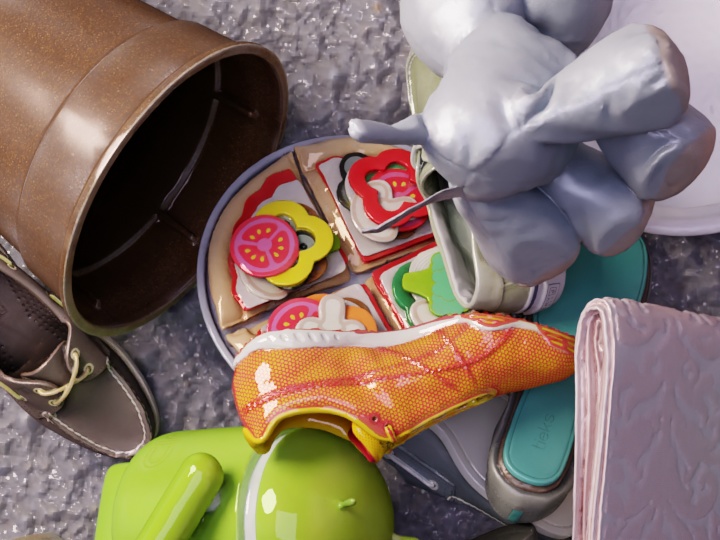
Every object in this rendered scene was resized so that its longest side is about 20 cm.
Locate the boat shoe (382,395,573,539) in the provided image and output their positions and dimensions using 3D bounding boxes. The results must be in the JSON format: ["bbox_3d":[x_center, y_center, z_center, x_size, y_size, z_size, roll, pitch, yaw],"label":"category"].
[{"bbox_3d":[0.050,0.104,0.996,0.199,0.073,0.062,37,135,5],"label":"boat shoe"}]

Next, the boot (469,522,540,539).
[{"bbox_3d":[0.053,0.258,0.964,0.203,0.073,0.155,-31,92,21],"label":"boot"}]

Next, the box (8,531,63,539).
[{"bbox_3d":[-0.151,0.257,0.999,0.199,0.078,0.095,31,91,12],"label":"box"}]

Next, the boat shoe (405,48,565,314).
[{"bbox_3d":[0.064,-0.065,0.968,0.062,0.072,0.201,-3,58,-31],"label":"boat shoe"}]

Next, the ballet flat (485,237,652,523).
[{"bbox_3d":[0.121,0.061,0.969,0.067,0.064,0.201,22,60,8],"label":"ballet flat"}]

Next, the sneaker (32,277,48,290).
[{"bbox_3d":[-0.295,0.060,1.056,0.198,0.071,0.100,-9,96,4],"label":"sneaker"}]

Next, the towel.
[{"bbox_3d":[0.180,0.119,0.902,0.032,0.199,0.193,3,86,42],"label":"towel"}]

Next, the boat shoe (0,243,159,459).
[{"bbox_3d":[-0.200,0.050,1.000,0.072,0.060,0.200,-41,108,-1],"label":"boat shoe"}]

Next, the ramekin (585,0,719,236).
[{"bbox_3d":[0.191,-0.116,0.960,0.198,0.098,0.203,-1,84,10],"label":"ramekin"}]

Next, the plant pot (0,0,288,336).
[{"bbox_3d":[-0.182,-0.096,0.989,0.197,0.200,0.201,33,91,19],"label":"plant pot"}]

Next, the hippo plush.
[{"bbox_3d":[0.080,-0.097,0.880,0.198,0.160,0.162,-12,51,-5],"label":"hippo plush"}]

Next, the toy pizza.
[{"bbox_3d":[0.000,0.000,0.976,0.198,0.032,0.202,3,63,-6],"label":"toy pizza"}]

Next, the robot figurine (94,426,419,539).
[{"bbox_3d":[-0.067,0.152,0.958,0.198,0.175,0.117,-7,64,32],"label":"robot figurine"}]

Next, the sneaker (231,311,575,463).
[{"bbox_3d":[0.028,0.068,0.903,0.198,0.073,0.078,-8,72,-2],"label":"sneaker"}]
